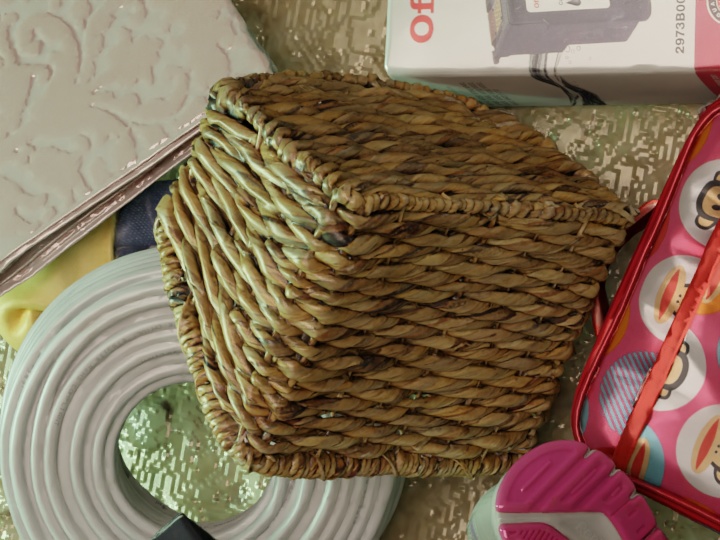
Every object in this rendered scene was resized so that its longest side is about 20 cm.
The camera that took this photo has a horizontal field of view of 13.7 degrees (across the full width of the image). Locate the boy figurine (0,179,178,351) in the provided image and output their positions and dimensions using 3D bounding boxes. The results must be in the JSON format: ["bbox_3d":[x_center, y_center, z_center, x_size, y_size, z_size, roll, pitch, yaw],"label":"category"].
[{"bbox_3d":[-0.145,-0.001,1.525,0.199,0.064,0.125,-7,82,18],"label":"boy figurine"}]

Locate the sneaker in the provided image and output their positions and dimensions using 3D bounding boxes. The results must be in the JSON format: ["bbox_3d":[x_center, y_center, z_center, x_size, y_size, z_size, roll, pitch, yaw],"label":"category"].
[{"bbox_3d":[0.126,0.161,1.397,0.081,0.088,0.200,-42,99,-18],"label":"sneaker"}]

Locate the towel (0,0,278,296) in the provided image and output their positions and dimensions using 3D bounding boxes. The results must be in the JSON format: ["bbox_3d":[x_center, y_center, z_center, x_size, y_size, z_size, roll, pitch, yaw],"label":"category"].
[{"bbox_3d":[-0.158,-0.107,1.521,0.191,0.032,0.200,-34,58,3],"label":"towel"}]

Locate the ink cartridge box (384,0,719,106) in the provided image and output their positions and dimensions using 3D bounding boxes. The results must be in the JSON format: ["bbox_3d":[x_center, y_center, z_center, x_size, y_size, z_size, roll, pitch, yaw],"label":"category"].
[{"bbox_3d":[0.117,-0.157,1.447,0.199,0.084,0.145,0,83,18],"label":"ink cartridge box"}]

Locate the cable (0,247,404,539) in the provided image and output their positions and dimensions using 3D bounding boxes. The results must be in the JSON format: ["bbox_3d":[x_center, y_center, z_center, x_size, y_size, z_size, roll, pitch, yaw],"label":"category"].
[{"bbox_3d":[-0.076,0.086,1.455,0.199,0.069,0.201,0,105,-1],"label":"cable"}]

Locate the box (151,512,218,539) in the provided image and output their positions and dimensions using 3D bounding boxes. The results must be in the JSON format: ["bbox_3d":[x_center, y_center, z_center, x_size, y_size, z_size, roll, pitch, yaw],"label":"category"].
[{"bbox_3d":[-0.067,0.239,1.351,0.148,0.107,0.200,-40,68,0],"label":"box"}]

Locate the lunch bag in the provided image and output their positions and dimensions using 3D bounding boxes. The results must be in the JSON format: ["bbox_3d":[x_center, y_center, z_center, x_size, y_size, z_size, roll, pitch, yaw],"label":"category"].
[{"bbox_3d":[0.189,0.022,1.408,0.176,0.082,0.201,25,94,24],"label":"lunch bag"}]

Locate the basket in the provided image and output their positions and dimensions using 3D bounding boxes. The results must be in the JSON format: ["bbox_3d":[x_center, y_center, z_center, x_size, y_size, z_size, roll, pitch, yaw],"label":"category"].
[{"bbox_3d":[0.000,0.000,1.390,0.143,0.200,0.149,40,117,40],"label":"basket"}]
